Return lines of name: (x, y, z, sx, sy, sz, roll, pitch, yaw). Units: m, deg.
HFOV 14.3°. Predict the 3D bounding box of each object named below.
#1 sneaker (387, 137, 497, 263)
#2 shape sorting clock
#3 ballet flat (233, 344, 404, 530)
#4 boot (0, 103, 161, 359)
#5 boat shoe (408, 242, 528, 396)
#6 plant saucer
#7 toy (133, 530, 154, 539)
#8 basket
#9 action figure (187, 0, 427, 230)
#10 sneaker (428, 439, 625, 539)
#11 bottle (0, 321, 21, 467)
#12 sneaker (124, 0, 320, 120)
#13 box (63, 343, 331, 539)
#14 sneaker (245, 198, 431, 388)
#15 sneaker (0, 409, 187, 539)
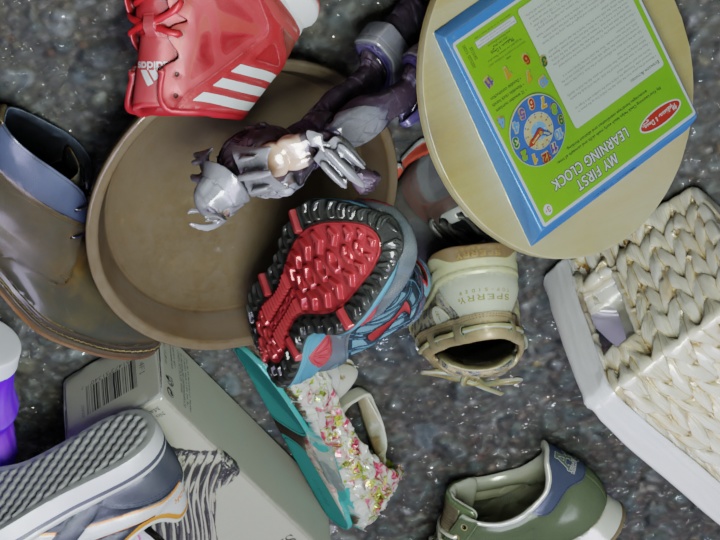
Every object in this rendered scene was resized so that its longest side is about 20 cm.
sneaker: (0.075, -0.047, 1.732, 0.077, 0.082, 0.200, 24, 124, -27)
shape sorting clock: (0.112, -0.107, 1.640, 0.199, 0.201, 0.039, 26, 162, -29)
ballet flat: (-0.025, 0.089, 1.860, 0.064, 0.076, 0.200, -41, 138, -14)
boot: (-0.176, -0.020, 1.721, 0.200, 0.075, 0.097, 32, 123, -29)
boat shoe: (0.067, 0.041, 1.777, 0.073, 0.063, 0.200, -8, 162, 1)
plant saucer: (-0.073, -0.043, 1.716, 0.199, 0.029, 0.201, -14, 126, -19)
toy: (-0.166, 0.210, 1.904, 0.115, 0.047, 0.200, -33, 123, 16)
basket: (0.230, 0.060, 1.823, 0.123, 0.136, 0.200, -37, 127, 17)
action figure: (-0.017, -0.078, 1.625, 0.200, 0.130, 0.070, -34, 115, -22)
sneaker: (0.074, 0.180, 1.953, 0.200, 0.067, 0.090, -29, 122, 16)
bottle: (-0.262, 0.117, 1.834, 0.083, 0.065, 0.201, 8, 130, -19)
sneaker: (-0.109, -0.153, 1.574, 0.078, 0.116, 0.200, 2, 150, 50)
box: (-0.105, 0.131, 1.871, 0.082, 0.069, 0.200, -30, 129, 18)
sneaker: (0.000, 0.000, 1.683, 0.095, 0.080, 0.200, -19, 169, -25)
sneaker: (-0.201, 0.161, 1.785, 0.199, 0.079, 0.080, -21, 126, 9)
